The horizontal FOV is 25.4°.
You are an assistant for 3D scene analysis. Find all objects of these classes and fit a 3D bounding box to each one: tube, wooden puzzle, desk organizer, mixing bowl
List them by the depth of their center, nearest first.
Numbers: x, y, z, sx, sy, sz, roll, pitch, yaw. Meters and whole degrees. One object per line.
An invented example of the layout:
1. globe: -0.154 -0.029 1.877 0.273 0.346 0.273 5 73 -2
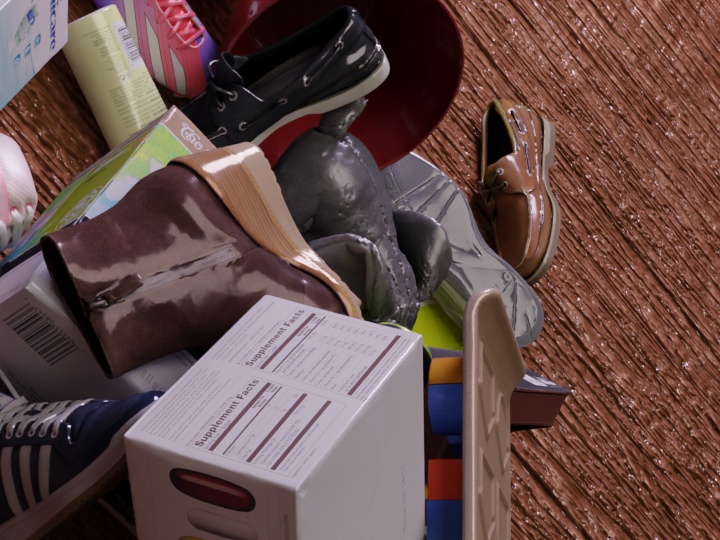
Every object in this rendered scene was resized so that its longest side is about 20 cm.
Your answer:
1. wooden puzzle: 0.075 0.134 1.079 0.185 0.046 0.200 61 33 -64
2. tube: -0.166 -0.100 1.206 0.058 0.052 0.200 -27 100 -4
3. mixing bowl: -0.029 -0.179 1.260 0.200 0.200 0.109 21 33 -36
4. desk organizer: 0.088 0.112 1.262 0.200 0.072 0.077 11 104 -61

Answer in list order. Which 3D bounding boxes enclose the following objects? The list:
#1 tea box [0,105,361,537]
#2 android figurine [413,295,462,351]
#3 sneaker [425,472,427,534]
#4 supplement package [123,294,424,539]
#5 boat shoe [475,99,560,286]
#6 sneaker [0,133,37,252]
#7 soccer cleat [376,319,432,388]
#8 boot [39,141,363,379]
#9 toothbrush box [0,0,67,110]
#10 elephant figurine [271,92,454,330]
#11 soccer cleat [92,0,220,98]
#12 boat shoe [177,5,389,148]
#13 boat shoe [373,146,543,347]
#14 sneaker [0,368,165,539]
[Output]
1. tea box: -0.139 0.036 1.090 0.200 0.134 0.197 46 46 -17
2. android figurine: 0.024 0.011 1.337 0.182 0.041 0.200 -15 80 -48
3. sneaker: 0.006 0.176 1.218 0.200 0.075 0.090 15 49 -45
4. supplement package: -0.043 0.146 0.939 0.156 0.111 0.200 -47 142 -48
5. boat shoe: 0.138 -0.074 1.481 0.068 0.072 0.200 28 42 -27
6. sneaker: -0.261 -0.016 1.042 0.104 0.075 0.201 16 54 -33
7. soccer cleat: -0.014 0.099 1.138 0.067 0.200 0.081 40 53 -7
8. boot: -0.094 0.030 1.009 0.166 0.072 0.200 -32 97 -32
9. toothbrush box: -0.298 -0.153 1.024 0.146 0.085 0.200 22 44 11
10. elephant figurine: 0.000 0.000 1.210 0.141 0.155 0.200 -39 80 -18
11. soccer cleat: -0.167 -0.214 1.239 0.200 0.076 0.067 47 44 -15
12. boat shoe: -0.078 -0.133 1.156 0.075 0.199 0.066 -111 179 -48
13. boat shoe: 0.069 -0.013 1.329 0.202 0.065 0.074 48 61 -4
14. sneaker: -0.193 0.096 0.965 0.109 0.200 0.070 55 40 4
